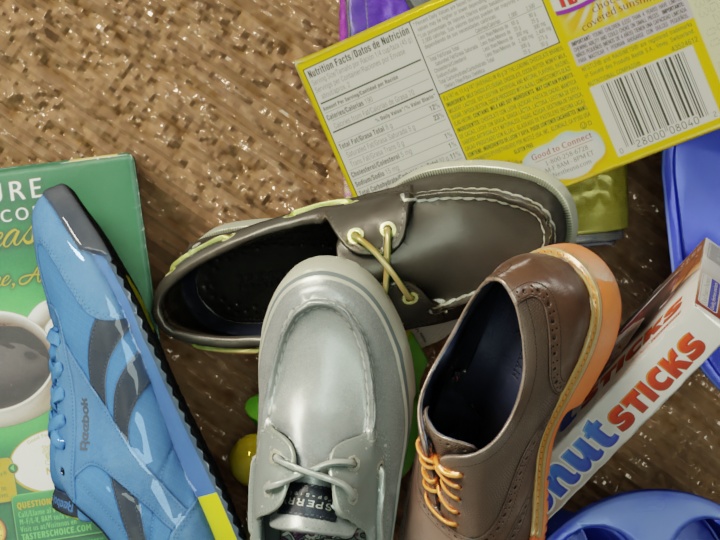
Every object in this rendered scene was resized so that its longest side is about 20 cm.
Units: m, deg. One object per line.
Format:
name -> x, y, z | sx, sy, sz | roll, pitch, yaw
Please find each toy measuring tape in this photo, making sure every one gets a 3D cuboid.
toy measuring tape -> 0.028, 0.056, 0.776 | 0.199, 0.074, 0.074 | -28, 96, 1

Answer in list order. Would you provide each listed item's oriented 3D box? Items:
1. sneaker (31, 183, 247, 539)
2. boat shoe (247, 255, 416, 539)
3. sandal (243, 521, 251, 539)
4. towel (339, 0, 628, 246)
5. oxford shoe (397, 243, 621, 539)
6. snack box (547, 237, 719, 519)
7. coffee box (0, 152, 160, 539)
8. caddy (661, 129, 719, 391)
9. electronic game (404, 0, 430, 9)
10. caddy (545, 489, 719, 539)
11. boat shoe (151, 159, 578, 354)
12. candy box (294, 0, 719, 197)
sneaker -> -0.117, 0.063, 0.727 | 0.078, 0.066, 0.201 | -22, 97, -3
boat shoe -> -0.014, 0.097, 0.709 | 0.069, 0.072, 0.202 | 3, 109, 7
sandal -> -0.112, 0.197, 0.778 | 0.057, 0.080, 0.202 | 37, 81, -11
towel -> 0.060, -0.104, 0.795 | 0.142, 0.023, 0.202 | -3, 95, -4
oxford shoe -> 0.043, 0.081, 0.695 | 0.071, 0.073, 0.201 | 30, 113, 34
snack box -> 0.100, 0.073, 0.744 | 0.024, 0.072, 0.200 | 37, 119, -3
coffee box -> -0.153, 0.049, 0.777 | 0.122, 0.044, 0.202 | -9, 95, -5
caddy -> 0.217, -0.025, 0.776 | 0.140, 0.105, 0.202 | -5, 95, 20
electronic game -> 0.102, -0.176, 0.732 | 0.198, 0.042, 0.202 | 3, 99, 18
caddy -> 0.136, 0.201, 0.773 | 0.140, 0.105, 0.202 | -4, 94, -4
boat shoe -> 0.000, 0.000, 0.738 | 0.200, 0.061, 0.072 | -12, 102, 24
candy box -> 0.075, -0.085, 0.731 | 0.199, 0.026, 0.103 | -20, 95, 25
